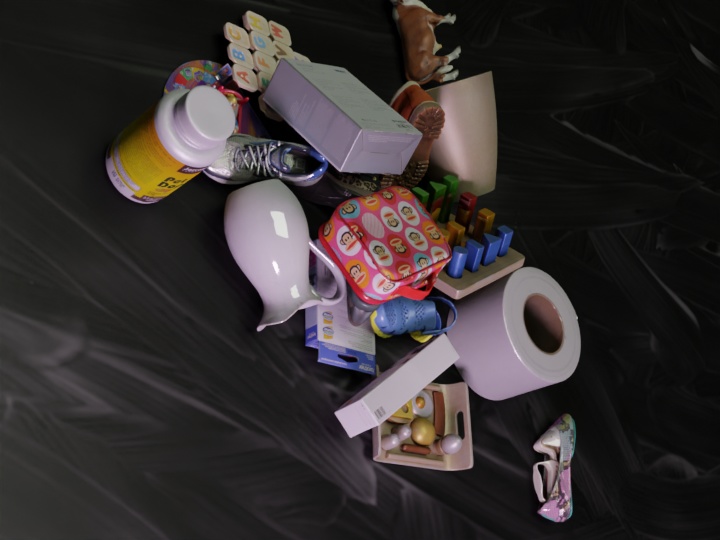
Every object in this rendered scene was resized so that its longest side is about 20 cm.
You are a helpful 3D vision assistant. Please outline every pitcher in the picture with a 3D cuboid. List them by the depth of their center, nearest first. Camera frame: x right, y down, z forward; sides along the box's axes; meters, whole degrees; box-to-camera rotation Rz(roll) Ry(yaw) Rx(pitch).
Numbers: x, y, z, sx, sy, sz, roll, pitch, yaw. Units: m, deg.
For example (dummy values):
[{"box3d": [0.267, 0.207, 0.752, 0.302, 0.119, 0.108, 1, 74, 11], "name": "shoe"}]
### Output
[{"box3d": [-0.109, -0.030, 1.606, 0.171, 0.121, 0.202, -16, 87, -43], "name": "pitcher"}]

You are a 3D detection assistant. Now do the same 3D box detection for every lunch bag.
[{"box3d": [0.049, -0.031, 1.638, 0.199, 0.082, 0.177, -19, 68, -51], "name": "lunch bag"}]

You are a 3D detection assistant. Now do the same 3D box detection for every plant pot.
[{"box3d": [0.168, -0.229, 1.925, 0.187, 0.186, 0.202, -26, 103, -45], "name": "plant pot"}]

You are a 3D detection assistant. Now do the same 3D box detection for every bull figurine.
[{"box3d": [0.118, -0.439, 2.018, 0.120, 0.065, 0.203, -4, 81, -9], "name": "bull figurine"}]

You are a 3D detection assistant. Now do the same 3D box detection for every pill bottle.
[{"box3d": [-0.255, -0.174, 1.475, 0.108, 0.199, 0.111, 18, 61, -36], "name": "pill bottle"}]

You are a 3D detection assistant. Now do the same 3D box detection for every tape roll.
[{"box3d": [0.266, 0.110, 1.879, 0.201, 0.139, 0.205, 18, 61, -35], "name": "tape roll"}]

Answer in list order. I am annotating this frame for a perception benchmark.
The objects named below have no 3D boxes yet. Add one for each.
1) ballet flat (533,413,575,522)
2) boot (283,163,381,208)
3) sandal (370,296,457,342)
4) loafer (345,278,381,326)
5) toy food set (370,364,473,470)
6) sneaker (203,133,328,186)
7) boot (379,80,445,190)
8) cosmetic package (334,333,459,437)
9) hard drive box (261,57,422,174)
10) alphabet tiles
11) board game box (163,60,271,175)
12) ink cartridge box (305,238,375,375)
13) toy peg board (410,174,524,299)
[{"box3d": [0.337, 0.338, 1.906, 0.070, 0.069, 0.202, 17, 60, -14], "name": "ballet flat"}, {"box3d": [-0.043, -0.183, 1.767, 0.198, 0.073, 0.152, 21, 54, -24], "name": "boot"}, {"box3d": [0.086, 0.067, 1.742, 0.199, 0.086, 0.081, 7, 71, -54], "name": "sandal"}, {"box3d": [0.000, 0.000, 1.690, 0.071, 0.063, 0.201, 18, 41, -13], "name": "loafer"}, {"box3d": [0.097, 0.234, 1.725, 0.198, 0.060, 0.145, 16, 62, -37], "name": "toy food set"}, {"box3d": [-0.138, -0.167, 1.612, 0.198, 0.085, 0.078, -1, 90, -21], "name": "sneaker"}, {"box3d": [0.071, -0.218, 1.833, 0.074, 0.201, 0.108, 3, 39, -33], "name": "boot"}, {"box3d": [0.056, 0.172, 1.644, 0.199, 0.082, 0.051, -34, 88, -39], "name": "cosmetic package"}, {"box3d": [-0.028, -0.237, 1.673, 0.155, 0.077, 0.200, -2, 40, -50], "name": "hard drive box"}, {"box3d": [-0.137, -0.324, 1.753, 0.194, 0.015, 0.202, 15, 54, -46], "name": "alphabet tiles"}, {"box3d": [-0.208, -0.235, 1.658, 0.158, 0.039, 0.201, -40, 100, -45], "name": "board game box"}, {"box3d": [-0.032, 0.061, 1.695, 0.118, 0.042, 0.202, 18, 59, -38], "name": "ink cartridge box"}, {"box3d": [0.151, -0.067, 1.801, 0.198, 0.099, 0.199, 32, 36, 30], "name": "toy peg board"}]
